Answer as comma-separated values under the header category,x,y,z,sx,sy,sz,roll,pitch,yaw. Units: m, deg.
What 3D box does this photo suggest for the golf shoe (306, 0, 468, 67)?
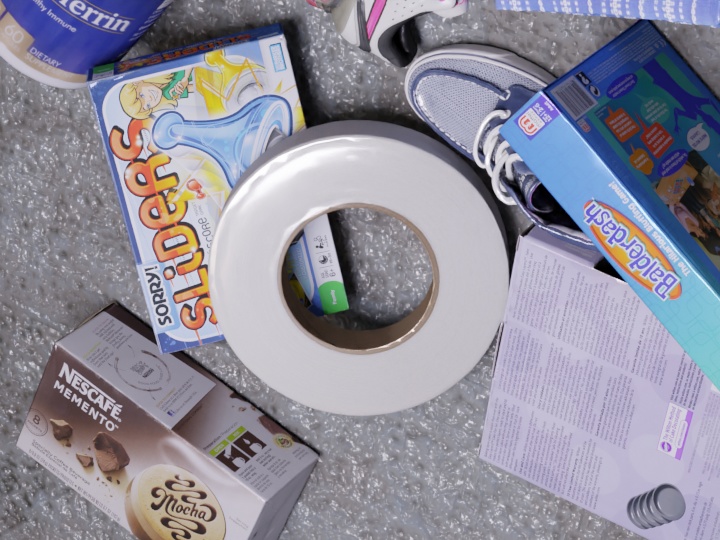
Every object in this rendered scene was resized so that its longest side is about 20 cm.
category,x,y,z,sx,sy,sz,roll,pitch,yaw
golf shoe,0.045,-0.207,1.364,0.092,0.073,0.200,43,139,0

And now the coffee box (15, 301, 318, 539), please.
category,x,y,z,sx,sy,sz,roll,pitch,yaw
coffee box,-0.145,0.132,1.632,0.200,0.080,0.113,36,127,13

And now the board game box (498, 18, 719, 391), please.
category,x,y,z,sx,sy,sz,roll,pitch,yaw
board game box,0.190,-0.043,1.298,0.200,0.152,0.045,50,128,3

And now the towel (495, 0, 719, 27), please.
category,x,y,z,sx,sy,sz,roll,pitch,yaw
towel,0.142,-0.216,1.288,0.200,0.024,0.145,12,116,49

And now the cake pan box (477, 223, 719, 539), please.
category,x,y,z,sx,sy,sz,roll,pitch,yaw
cake pan box,0.176,0.074,1.413,0.184,0.052,0.200,22,128,20

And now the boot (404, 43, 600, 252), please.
category,x,y,z,sx,sy,sz,roll,pitch,yaw
boot,0.102,-0.078,1.374,0.200,0.090,0.073,24,122,21

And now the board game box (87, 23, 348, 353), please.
category,x,y,z,sx,sy,sz,roll,pitch,yaw
board game box,-0.095,-0.054,1.490,0.135,0.034,0.200,-14,110,-1

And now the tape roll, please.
category,x,y,z,sx,sy,sz,roll,pitch,yaw
tape roll,0.000,0.000,1.457,0.203,0.037,0.203,1,111,4

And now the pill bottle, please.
category,x,y,z,sx,sy,sz,roll,pitch,yaw
pill bottle,-0.164,-0.221,1.458,0.116,0.116,0.200,50,127,3
